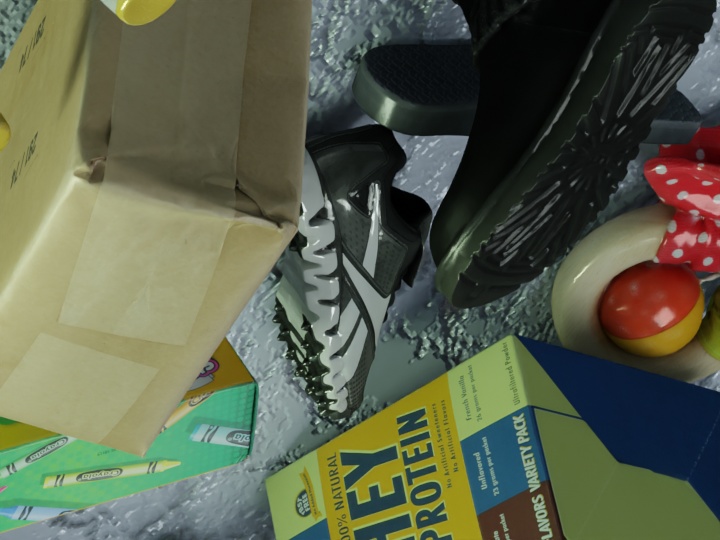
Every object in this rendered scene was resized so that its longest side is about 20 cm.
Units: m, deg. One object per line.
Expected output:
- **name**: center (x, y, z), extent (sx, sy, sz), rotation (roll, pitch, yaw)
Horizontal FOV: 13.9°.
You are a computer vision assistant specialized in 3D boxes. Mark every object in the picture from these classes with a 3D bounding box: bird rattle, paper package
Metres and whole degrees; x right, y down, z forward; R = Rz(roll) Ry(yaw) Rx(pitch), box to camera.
- **bird rattle**: center (0.189, 0.009, 1.700), extent (0.162, 0.113, 0.200), rotation (-24, 138, 10)
- **paper package**: center (-0.102, -0.048, 1.307), extent (0.103, 0.191, 0.200), rotation (16, 141, -17)

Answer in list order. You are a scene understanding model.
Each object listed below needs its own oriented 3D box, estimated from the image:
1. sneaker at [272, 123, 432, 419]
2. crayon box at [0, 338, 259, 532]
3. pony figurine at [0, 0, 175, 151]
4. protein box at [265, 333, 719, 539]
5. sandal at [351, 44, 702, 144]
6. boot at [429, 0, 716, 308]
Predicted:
- **sneaker**: center (0.000, 0.000, 1.571), extent (0.090, 0.067, 0.201), rotation (-21, 136, -15)
- **crayon box**: center (-0.165, 0.062, 1.471), extent (0.199, 0.119, 0.058), rotation (-14, 136, -24)
- **pony figurine**: center (-0.179, -0.151, 1.229), extent (0.193, 0.201, 0.166), rotation (-37, 150, 26)
- **protein box**: center (0.092, 0.153, 1.681), extent (0.200, 0.136, 0.198), rotation (-32, 147, 35)
- **sandal**: center (0.085, -0.087, 1.551), extent (0.199, 0.076, 0.043), rotation (2, 127, -24)
- **boot**: center (0.068, -0.104, 1.452), extent (0.079, 0.158, 0.212), rotation (9, 120, -54)
